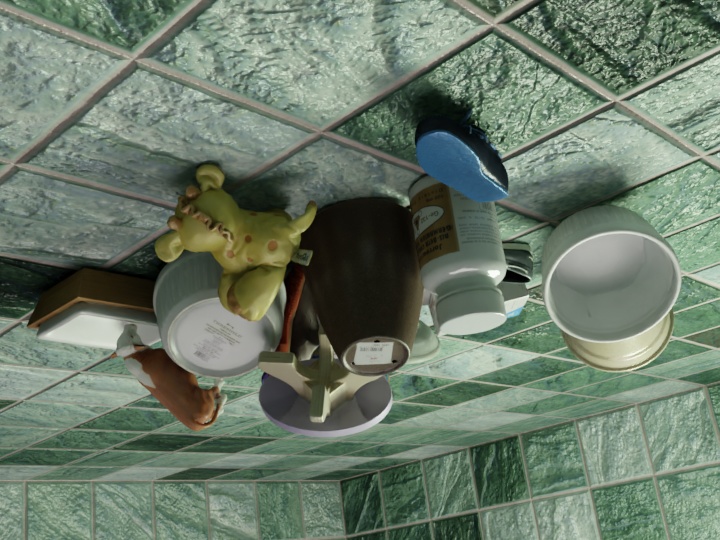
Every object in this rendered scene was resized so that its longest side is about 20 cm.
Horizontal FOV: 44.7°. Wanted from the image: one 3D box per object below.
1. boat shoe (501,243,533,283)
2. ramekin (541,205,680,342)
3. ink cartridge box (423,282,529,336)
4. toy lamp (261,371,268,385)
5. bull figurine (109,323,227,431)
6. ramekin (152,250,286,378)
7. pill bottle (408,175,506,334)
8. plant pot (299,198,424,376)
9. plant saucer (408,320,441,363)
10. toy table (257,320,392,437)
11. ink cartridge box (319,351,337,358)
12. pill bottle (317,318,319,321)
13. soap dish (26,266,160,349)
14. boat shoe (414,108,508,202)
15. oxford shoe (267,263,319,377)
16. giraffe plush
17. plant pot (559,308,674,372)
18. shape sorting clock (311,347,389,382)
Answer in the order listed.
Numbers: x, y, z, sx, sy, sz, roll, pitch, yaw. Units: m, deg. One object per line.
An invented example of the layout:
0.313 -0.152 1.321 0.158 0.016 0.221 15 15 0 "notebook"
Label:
0.191 -0.006 1.428 0.199 0.062 0.073 -2 159 -16 "boat shoe"
0.367 -0.002 1.317 0.199 0.105 0.201 0 123 1 "ramekin"
0.187 0.059 1.557 0.199 0.068 0.116 -14 160 -4 "ink cartridge box"
-0.180 0.139 1.531 0.058 0.200 0.058 -13 121 -23 "toy lamp"
-0.285 0.160 1.327 0.065 0.200 0.121 -47 169 24 "bull figurine"
-0.206 0.068 1.297 0.199 0.105 0.201 -6 129 -7 "ramekin"
0.132 -0.023 1.162 0.114 0.201 0.114 -7 159 -3 "pill bottle"
0.010 0.037 1.207 0.186 0.201 0.187 -4 140 -3 "plant pot"
0.052 0.108 1.610 0.199 0.050 0.200 7 -160 -2 "plant saucer"
-0.055 0.162 1.282 0.199 0.184 0.117 -8 141 -2 "toy table"
0.008 0.112 1.448 0.115 0.067 0.200 -12 -161 13 "ink cartridge box"
-0.171 0.082 1.457 0.199 0.114 0.113 -2 159 -17 "pill bottle"
-0.393 0.063 1.373 0.157 0.082 0.200 -25 154 38 "soap dish"
0.116 -0.141 1.039 0.084 0.069 0.200 -7 161 23 "boat shoe"
-0.094 0.077 1.389 0.072 0.201 0.071 10 -168 -23 "oxford shoe"
-0.168 -0.043 1.103 0.162 0.173 0.200 27 157 -22 "giraffe plush"
0.429 0.052 1.494 0.200 0.201 0.184 -13 154 15 "plant pot"
-0.044 0.160 1.524 0.199 0.039 0.200 14 -168 -3 "shape sorting clock"
